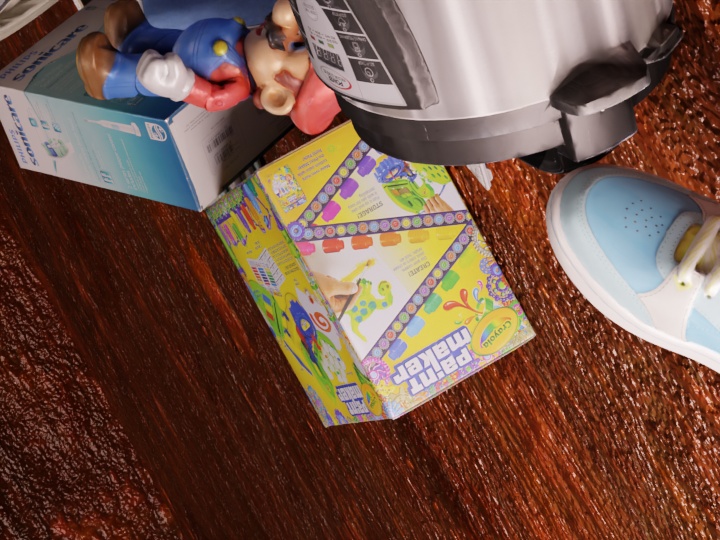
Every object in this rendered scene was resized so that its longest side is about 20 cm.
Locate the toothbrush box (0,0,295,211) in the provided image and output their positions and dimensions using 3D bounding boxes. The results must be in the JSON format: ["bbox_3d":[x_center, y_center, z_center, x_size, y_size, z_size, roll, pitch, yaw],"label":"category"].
[{"bbox_3d":[-0.158,-0.133,1.501,0.200,0.146,0.085,14,135,36],"label":"toothbrush box"}]

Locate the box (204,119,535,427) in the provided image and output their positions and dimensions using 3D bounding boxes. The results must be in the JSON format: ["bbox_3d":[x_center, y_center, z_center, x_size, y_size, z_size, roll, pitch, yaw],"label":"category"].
[{"bbox_3d":[0.000,0.000,1.426,0.193,0.122,0.200,62,164,-2],"label":"box"}]

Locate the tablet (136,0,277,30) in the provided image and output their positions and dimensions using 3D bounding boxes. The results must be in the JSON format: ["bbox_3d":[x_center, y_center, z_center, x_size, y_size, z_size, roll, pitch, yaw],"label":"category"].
[{"bbox_3d":[-0.098,-0.236,1.370,0.200,0.130,0.014,86,172,-53],"label":"tablet"}]

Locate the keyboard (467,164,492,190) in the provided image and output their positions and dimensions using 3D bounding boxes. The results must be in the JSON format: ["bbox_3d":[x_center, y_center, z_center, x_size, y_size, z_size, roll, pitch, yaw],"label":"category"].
[{"bbox_3d":[0.028,-0.133,1.319,0.200,0.011,0.056,53,178,33],"label":"keyboard"}]

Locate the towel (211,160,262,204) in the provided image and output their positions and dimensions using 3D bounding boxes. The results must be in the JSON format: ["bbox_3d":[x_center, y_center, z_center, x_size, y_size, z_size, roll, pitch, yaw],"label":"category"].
[{"bbox_3d":[-0.152,-0.142,1.836,0.200,0.048,0.171,68,167,-15],"label":"towel"}]

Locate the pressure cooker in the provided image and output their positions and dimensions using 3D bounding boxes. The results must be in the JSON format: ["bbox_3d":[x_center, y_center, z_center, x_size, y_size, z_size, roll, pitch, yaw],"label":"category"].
[{"bbox_3d":[0.060,-0.141,0.936,0.176,0.179,0.200,-67,-33,-51],"label":"pressure cooker"}]

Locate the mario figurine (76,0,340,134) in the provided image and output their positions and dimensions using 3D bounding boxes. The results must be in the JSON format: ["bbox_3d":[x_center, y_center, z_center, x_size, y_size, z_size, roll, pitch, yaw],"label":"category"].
[{"bbox_3d":[-0.086,-0.158,1.335,0.106,0.200,0.124,58,-140,-66],"label":"mario figurine"}]

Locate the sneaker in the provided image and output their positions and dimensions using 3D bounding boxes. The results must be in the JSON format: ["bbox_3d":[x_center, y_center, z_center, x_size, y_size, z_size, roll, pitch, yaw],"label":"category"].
[{"bbox_3d":[0.184,0.001,0.870,0.200,0.080,0.131,31,158,-3],"label":"sneaker"}]

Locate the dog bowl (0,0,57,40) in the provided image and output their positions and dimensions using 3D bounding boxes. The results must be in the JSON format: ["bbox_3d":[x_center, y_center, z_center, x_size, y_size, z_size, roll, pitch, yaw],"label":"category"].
[{"bbox_3d":[-0.223,-0.249,1.424,0.074,0.200,0.200,50,165,-5],"label":"dog bowl"}]

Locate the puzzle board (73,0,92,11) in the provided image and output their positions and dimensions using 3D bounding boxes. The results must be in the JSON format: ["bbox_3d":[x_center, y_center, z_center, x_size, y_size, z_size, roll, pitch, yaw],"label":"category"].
[{"bbox_3d":[-0.208,-0.256,1.685,0.017,0.151,0.200,-33,83,33],"label":"puzzle board"}]
